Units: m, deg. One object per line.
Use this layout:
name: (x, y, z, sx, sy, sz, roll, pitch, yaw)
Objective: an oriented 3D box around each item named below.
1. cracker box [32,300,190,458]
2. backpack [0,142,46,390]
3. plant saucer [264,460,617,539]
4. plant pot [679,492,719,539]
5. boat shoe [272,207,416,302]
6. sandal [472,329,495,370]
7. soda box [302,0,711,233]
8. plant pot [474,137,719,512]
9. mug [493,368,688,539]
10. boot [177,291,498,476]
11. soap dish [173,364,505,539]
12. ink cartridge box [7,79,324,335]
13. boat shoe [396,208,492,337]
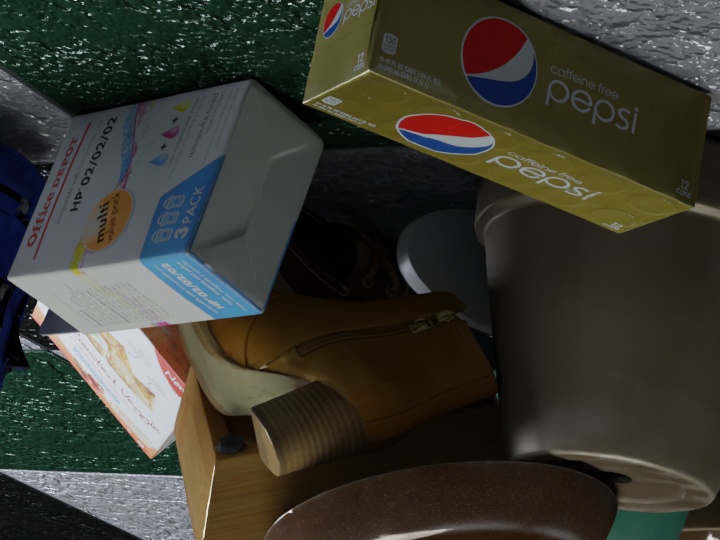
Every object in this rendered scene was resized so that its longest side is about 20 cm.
cracker box: (-0.148, 0.041, 1.671, 0.134, 0.058, 0.200, 50, 159, 4)
backpack: (-0.267, 0.006, 1.513, 0.162, 0.201, 0.168, 27, 149, -20)
plant saucer: (0.047, 0.158, 1.394, 0.199, 0.035, 0.200, -6, 155, -3)
plant pot: (0.192, 0.158, 1.834, 0.200, 0.093, 0.201, -4, 169, -1)
boat shoe: (0.000, 0.000, 1.549, 0.072, 0.072, 0.200, -26, 140, 20)
sandal: (0.082, 0.076, 1.765, 0.076, 0.043, 0.200, -2, 158, 35)
soda box: (0.076, -0.085, 1.248, 0.199, 0.064, 0.068, 20, 160, -27)
plant pot: (0.153, 0.036, 1.395, 0.199, 0.174, 0.200, 9, 162, 3)
mug: (0.155, 0.107, 1.637, 0.151, 0.115, 0.185, 16, -173, -7)
boot: (-0.017, 0.038, 1.433, 0.144, 0.201, 0.071, -20, 128, -17)
soap dish: (-0.008, 0.098, 1.484, 0.199, 0.082, 0.157, -10, -154, -5)
ink cartridge box: (-0.126, -0.032, 1.434, 0.200, 0.115, 0.068, -8, 144, 45)
boat shoe: (0.097, 0.015, 1.540, 0.199, 0.072, 0.066, 13, 159, -32)
